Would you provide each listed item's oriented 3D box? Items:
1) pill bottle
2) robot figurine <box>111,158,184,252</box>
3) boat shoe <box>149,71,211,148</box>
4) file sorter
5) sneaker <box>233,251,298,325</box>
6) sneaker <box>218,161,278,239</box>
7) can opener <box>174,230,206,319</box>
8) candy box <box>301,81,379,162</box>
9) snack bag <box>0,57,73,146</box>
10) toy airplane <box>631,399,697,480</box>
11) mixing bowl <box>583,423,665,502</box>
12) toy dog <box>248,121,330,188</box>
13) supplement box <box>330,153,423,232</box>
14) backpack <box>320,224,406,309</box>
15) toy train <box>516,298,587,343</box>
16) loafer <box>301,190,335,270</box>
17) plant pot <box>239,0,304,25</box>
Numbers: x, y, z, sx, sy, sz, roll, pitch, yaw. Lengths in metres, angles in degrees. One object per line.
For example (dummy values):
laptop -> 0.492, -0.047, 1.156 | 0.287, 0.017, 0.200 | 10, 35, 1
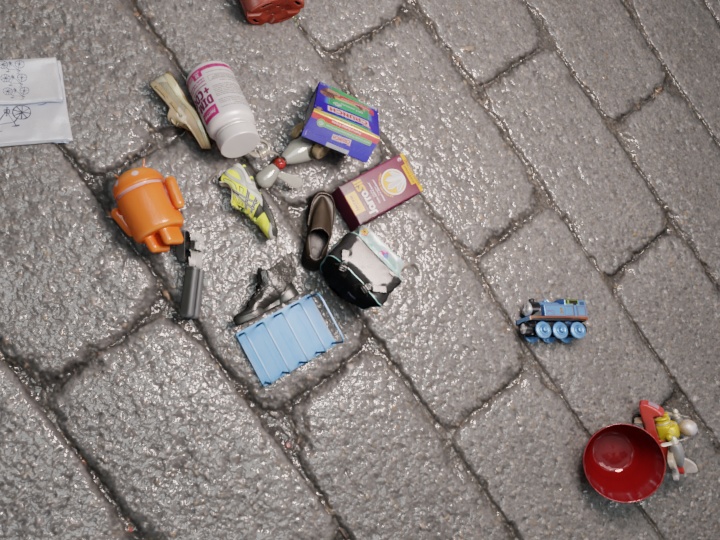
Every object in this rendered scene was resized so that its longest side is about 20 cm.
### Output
pill bottle -> -0.313, -0.368, 1.331 | 0.113, 0.113, 0.200 | -22, 74, -20
robot figurine -> -0.465, -0.137, 1.265 | 0.116, 0.144, 0.201 | -24, 87, -40
boat shoe -> -0.416, -0.362, 1.345 | 0.065, 0.072, 0.200 | -32, 92, -8
file sorter -> -0.158, 0.154, 1.314 | 0.200, 0.123, 0.139 | -29, 90, -19
sneaker -> -0.222, 0.041, 1.347 | 0.199, 0.060, 0.104 | -27, 91, -25
sneaker -> -0.260, -0.154, 1.364 | 0.076, 0.075, 0.200 | -31, 83, -9
can opener -> -0.385, 0.009, 1.309 | 0.066, 0.053, 0.201 | -4, 79, 16
candy box -> -0.045, -0.361, 1.400 | 0.169, 0.077, 0.200 | 21, 35, -14
snack bag -> -0.743, -0.364, 1.262 | 0.188, 0.021, 0.201 | -10, 84, -20
toy airplane -> 0.844, 0.456, 1.558 | 0.199, 0.141, 0.200 | 31, 35, -30
mixing bowl -> 0.675, 0.490, 1.519 | 0.199, 0.108, 0.201 | 0, 89, 8
toy dog -> -0.167, -0.267, 1.402 | 0.199, 0.096, 0.132 | -22, 73, -7
supplement box -> 0.041, -0.195, 1.453 | 0.200, 0.086, 0.111 | -31, 92, -20
backpack -> 0.000, 0.000, 1.352 | 0.176, 0.200, 0.153 | 42, 66, -3
toy train -> 0.517, 0.133, 1.558 | 0.199, 0.087, 0.115 | 2, 71, -15
loafer -> -0.094, -0.100, 1.401 | 0.073, 0.071, 0.201 | 9, 79, -16
plant pot -> -0.232, -0.722, 1.405 | 0.200, 0.201, 0.196 | -17, 95, -20
